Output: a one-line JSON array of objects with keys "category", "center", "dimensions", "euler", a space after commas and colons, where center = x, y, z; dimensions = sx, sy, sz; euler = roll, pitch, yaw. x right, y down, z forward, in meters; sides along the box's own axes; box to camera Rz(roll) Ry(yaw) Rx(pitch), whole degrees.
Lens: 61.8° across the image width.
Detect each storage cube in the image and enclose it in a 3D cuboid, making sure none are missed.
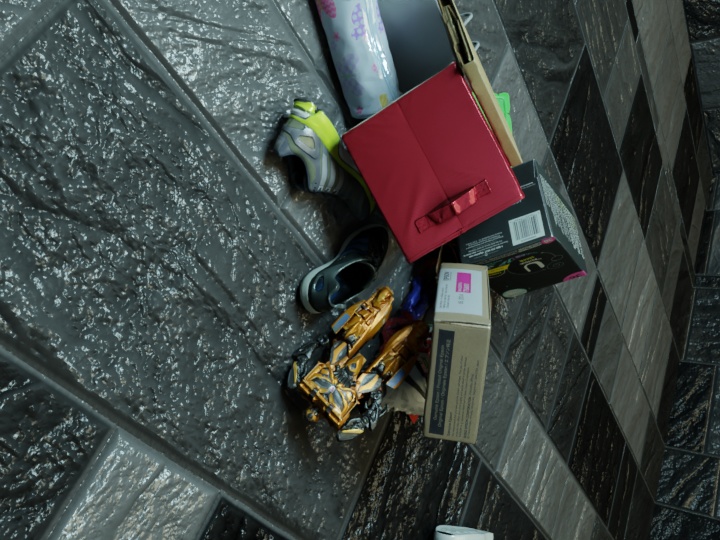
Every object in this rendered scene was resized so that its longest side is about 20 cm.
[{"category": "storage cube", "center": [0.099, -0.143, 0.805], "dimensions": [0.183, 0.168, 0.200], "euler": [60, 16, -6]}]

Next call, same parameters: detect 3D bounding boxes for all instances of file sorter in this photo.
[{"category": "file sorter", "center": [0.080, -0.388, 0.886], "dimensions": [0.125, 0.136, 0.203], "euler": [-53, 129, -38]}]

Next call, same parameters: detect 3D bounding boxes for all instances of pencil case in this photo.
[{"category": "pencil case", "center": [0.000, -0.315, 0.827], "dimensions": [0.083, 0.089, 0.205], "euler": [-39, 121, -41]}]

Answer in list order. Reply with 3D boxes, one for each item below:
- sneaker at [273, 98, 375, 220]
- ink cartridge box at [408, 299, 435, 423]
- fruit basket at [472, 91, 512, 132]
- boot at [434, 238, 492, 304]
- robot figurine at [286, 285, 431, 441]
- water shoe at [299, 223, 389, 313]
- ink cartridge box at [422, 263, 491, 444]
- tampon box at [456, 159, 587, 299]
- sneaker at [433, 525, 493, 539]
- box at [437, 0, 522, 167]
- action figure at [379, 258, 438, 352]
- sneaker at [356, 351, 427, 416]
[{"category": "sneaker", "center": [-0.049, -0.130, 0.801], "dimensions": [0.081, 0.073, 0.200], "euler": [-50, 132, -10]}, {"category": "ink cartridge box", "center": [0.131, 0.151, 1.030], "dimensions": [0.202, 0.049, 0.110], "euler": [-56, 130, -35]}, {"category": "fruit basket", "center": [0.194, -0.192, 1.053], "dimensions": [0.151, 0.215, 0.223], "euler": [-1, 93, -11]}, {"category": "boot", "center": [0.164, -0.023, 1.001], "dimensions": [0.154, 0.072, 0.205], "euler": [25, 48, -55]}, {"category": "robot figurine", "center": [-0.003, 0.121, 0.794], "dimensions": [0.144, 0.059, 0.200], "euler": [41, 64, 10]}, {"category": "water shoe", "center": [0.000, 0.000, 0.845], "dimensions": [0.200, 0.077, 0.073], "euler": [-44, 123, -40]}, {"category": "ink cartridge box", "center": [0.132, 0.102, 0.818], "dimensions": [0.201, 0.073, 0.170], "euler": [-62, 155, -67]}, {"category": "tampon box", "center": [0.253, -0.055, 0.955], "dimensions": [0.199, 0.147, 0.130], "euler": [27, 51, -51]}, {"category": "sneaker", "center": [0.186, 0.548, 1.087], "dimensions": [0.199, 0.079, 0.151], "euler": [33, 62, -52]}, {"category": "box", "center": [0.157, -0.256, 0.798], "dimensions": [0.200, 0.021, 0.167], "euler": [43, 30, -49]}, {"category": "action figure", "center": [0.101, 0.065, 0.960], "dimensions": [0.201, 0.097, 0.066], "euler": [-50, 125, -34]}, {"category": "sneaker", "center": [0.052, 0.189, 0.922], "dimensions": [0.114, 0.076, 0.202], "euler": [-31, 134, 1]}]
